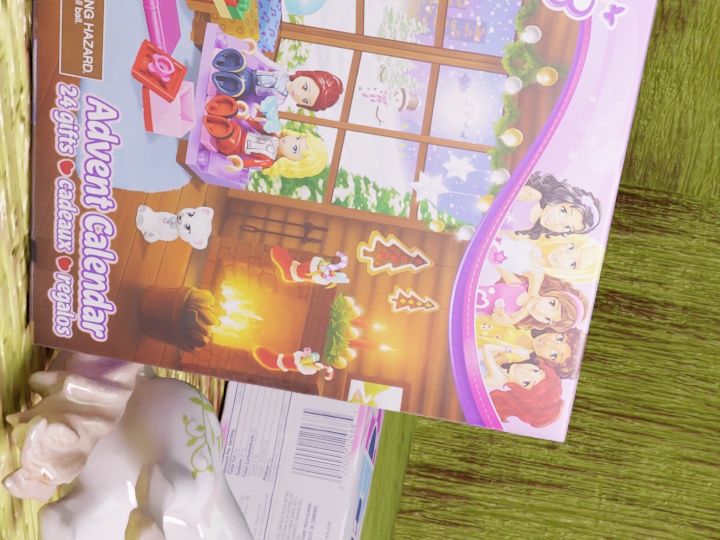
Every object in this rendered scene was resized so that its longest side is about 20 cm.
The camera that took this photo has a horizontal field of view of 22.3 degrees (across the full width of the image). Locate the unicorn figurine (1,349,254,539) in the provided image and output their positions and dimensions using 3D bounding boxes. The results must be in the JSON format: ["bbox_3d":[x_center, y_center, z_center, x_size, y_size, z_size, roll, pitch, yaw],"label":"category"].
[{"bbox_3d":[-0.052,0.099,0.519,0.138,0.073,0.201,-94,-176,-60],"label":"unicorn figurine"}]

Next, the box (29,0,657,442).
[{"bbox_3d":[-0.003,-0.062,0.410,0.039,0.136,0.201,-73,171,-58],"label":"box"}]

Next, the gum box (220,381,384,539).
[{"bbox_3d":[-0.029,0.093,0.864,0.114,0.066,0.201,75,25,-76],"label":"gum box"}]
